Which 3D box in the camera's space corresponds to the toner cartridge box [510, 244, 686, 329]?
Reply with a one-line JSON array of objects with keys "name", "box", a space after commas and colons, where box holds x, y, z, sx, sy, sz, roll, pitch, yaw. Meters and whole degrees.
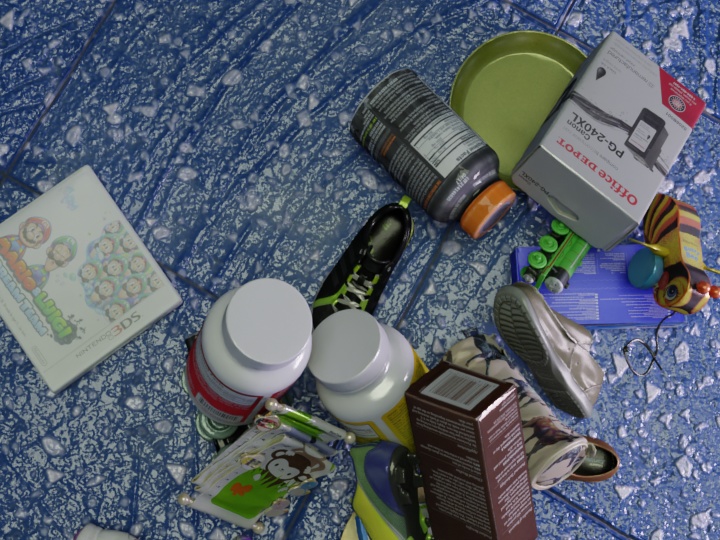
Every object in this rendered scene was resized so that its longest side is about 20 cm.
[{"name": "toner cartridge box", "box": [0.279, 0.020, 1.340, 0.197, 0.043, 0.097, -1, 80, -3]}]

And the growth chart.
[{"name": "growth chart", "box": [-0.097, 0.211, 1.200, 0.144, 0.200, 0.018, 23, 34, -35]}]

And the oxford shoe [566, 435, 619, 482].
[{"name": "oxford shoe", "box": [0.198, 0.206, 1.290, 0.197, 0.071, 0.073, 2, 81, -1]}]

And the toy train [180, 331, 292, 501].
[{"name": "toy train", "box": [-0.130, 0.157, 1.279, 0.113, 0.085, 0.203, -18, 81, -15]}]

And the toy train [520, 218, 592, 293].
[{"name": "toy train", "box": [0.249, -0.045, 1.316, 0.056, 0.042, 0.200, 32, 55, 10]}]

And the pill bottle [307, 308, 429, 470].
[{"name": "pill bottle", "box": [0.020, 0.128, 1.218, 0.111, 0.200, 0.114, -13, 53, 18]}]

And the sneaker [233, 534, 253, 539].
[{"name": "sneaker", "box": [-0.102, 0.391, 1.247, 0.098, 0.070, 0.203, -2, 84, -10]}]

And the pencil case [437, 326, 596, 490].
[{"name": "pencil case", "box": [0.168, 0.153, 1.252, 0.089, 0.078, 0.200, -37, 54, -7]}]

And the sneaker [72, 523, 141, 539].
[{"name": "sneaker", "box": [-0.281, 0.382, 1.230, 0.098, 0.075, 0.203, 9, 80, 0]}]

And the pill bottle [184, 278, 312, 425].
[{"name": "pill bottle", "box": [-0.112, 0.082, 1.154, 0.111, 0.200, 0.114, 6, 68, -15]}]

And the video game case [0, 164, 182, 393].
[{"name": "video game case", "box": [-0.336, 0.008, 1.320, 0.181, 0.024, 0.201, -36, 83, -9]}]

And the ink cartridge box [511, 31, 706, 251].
[{"name": "ink cartridge box", "box": [0.284, -0.148, 1.296, 0.145, 0.083, 0.201, 36, 63, -3]}]

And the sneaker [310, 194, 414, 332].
[{"name": "sneaker", "box": [0.000, 0.000, 1.309, 0.071, 0.083, 0.202, 27, 80, 3]}]

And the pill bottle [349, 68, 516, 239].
[{"name": "pill bottle", "box": [0.088, -0.130, 1.313, 0.106, 0.106, 0.200, -41, 76, -9]}]

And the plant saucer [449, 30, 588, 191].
[{"name": "plant saucer", "box": [0.204, -0.191, 1.380, 0.197, 0.031, 0.203, 1, 81, -3]}]

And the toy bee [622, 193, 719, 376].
[{"name": "toy bee", "box": [0.361, 0.007, 1.267, 0.129, 0.108, 0.203, -6, 84, -31]}]

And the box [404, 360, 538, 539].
[{"name": "box", "box": [0.118, 0.205, 1.183, 0.075, 0.099, 0.203, -32, 124, -37]}]

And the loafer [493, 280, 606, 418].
[{"name": "loafer", "box": [0.217, 0.080, 1.285, 0.070, 0.075, 0.201, -48, 124, -21]}]

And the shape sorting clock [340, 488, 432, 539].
[{"name": "shape sorting clock", "box": [0.070, 0.333, 1.275, 0.197, 0.039, 0.203, 1, 75, -4]}]

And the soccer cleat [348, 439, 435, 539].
[{"name": "soccer cleat", "box": [0.029, 0.269, 1.211, 0.083, 0.065, 0.203, 7, 116, 30]}]
